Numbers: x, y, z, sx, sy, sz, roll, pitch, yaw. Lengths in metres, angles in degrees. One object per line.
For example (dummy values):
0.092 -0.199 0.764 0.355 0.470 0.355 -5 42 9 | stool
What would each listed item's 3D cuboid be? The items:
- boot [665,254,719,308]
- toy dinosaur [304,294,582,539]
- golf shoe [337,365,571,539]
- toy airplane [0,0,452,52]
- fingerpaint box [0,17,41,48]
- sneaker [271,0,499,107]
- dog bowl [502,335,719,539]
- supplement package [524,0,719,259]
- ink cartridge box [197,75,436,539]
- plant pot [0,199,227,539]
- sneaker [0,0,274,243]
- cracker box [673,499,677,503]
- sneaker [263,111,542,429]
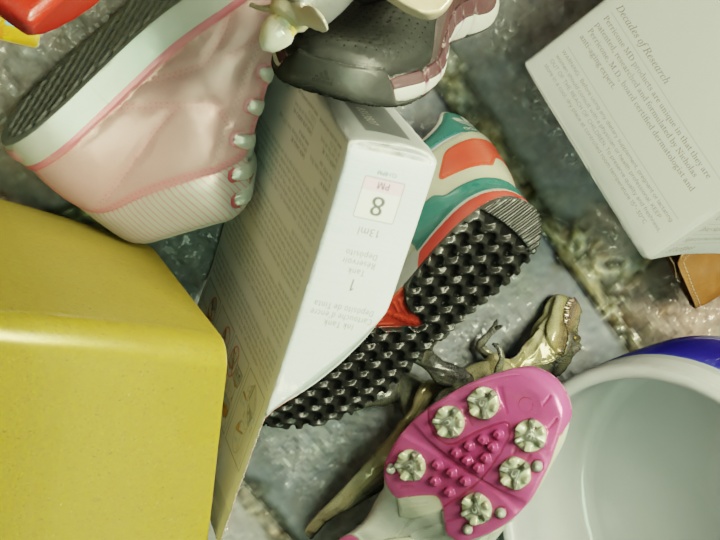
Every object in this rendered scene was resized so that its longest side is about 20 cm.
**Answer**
0.205 -0.085 0.920 0.154 0.074 0.200 -28 107 6 | boot
0.034 0.068 0.940 0.200 0.047 0.088 -36 123 2 | toy dinosaur
0.048 0.124 0.933 0.075 0.091 0.200 44 113 14 | golf shoe
-0.073 -0.180 0.685 0.198 0.141 0.201 -7 69 -22 | toy airplane
-0.197 -0.216 0.738 0.166 0.073 0.201 11 107 -20 | fingerpaint box
0.018 -0.151 0.772 0.075 0.200 0.116 15 116 12 | sneaker
0.177 0.138 0.921 0.079 0.200 0.201 -17 120 -47 | dog bowl
0.202 -0.107 0.814 0.200 0.118 0.117 -38 163 26 | supplement package
-0.033 0.008 0.829 0.057 0.163 0.201 9 109 -18 | ink cartridge box
-0.168 0.073 0.799 0.176 0.200 0.201 -1 111 -23 | plant pot
-0.065 -0.093 0.828 0.200 0.075 0.105 -40 115 7 | sneaker
0.267 0.166 1.043 0.134 0.058 0.200 -30 115 -4 | cracker box
0.000 0.000 0.889 0.200 0.094 0.070 -40 139 23 | sneaker
